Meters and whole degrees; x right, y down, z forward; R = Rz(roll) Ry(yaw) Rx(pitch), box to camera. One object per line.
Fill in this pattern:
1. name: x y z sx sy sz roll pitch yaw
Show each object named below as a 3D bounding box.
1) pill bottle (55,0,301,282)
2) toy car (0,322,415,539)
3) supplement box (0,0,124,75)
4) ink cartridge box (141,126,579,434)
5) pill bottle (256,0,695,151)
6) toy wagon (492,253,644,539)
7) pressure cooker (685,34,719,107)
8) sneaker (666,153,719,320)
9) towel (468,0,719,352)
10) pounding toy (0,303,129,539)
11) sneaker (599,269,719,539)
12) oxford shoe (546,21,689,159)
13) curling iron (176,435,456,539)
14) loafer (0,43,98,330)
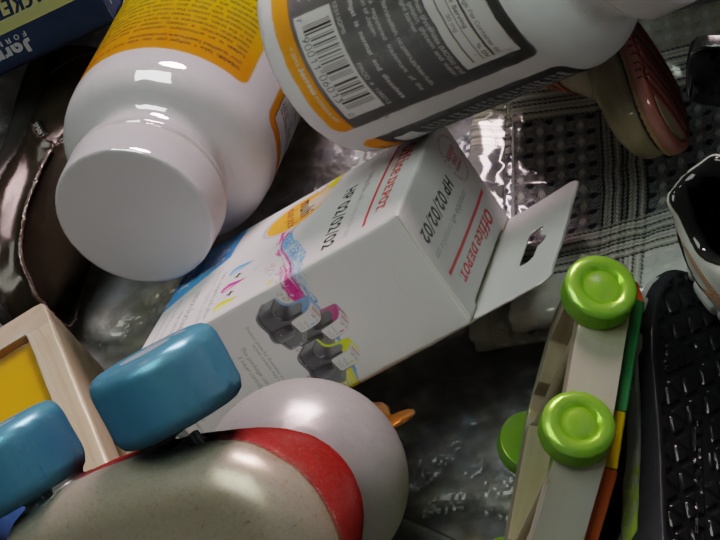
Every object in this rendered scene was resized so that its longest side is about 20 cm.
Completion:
1. pill bottle: -0.088 -0.085 1.495 0.111 0.111 0.200 -9 33 23
2. toy car: -0.051 0.111 1.306 0.177 0.185 0.200 -27 4 31
3. supplement box: -0.226 -0.227 1.611 0.134 0.200 0.200 -23 21 13
4. ink cartridge box: 0.000 0.000 1.396 0.200 0.068 0.115 -29 17 23
5. pill bottle: 0.058 -0.136 1.343 0.200 0.116 0.117 -20 48 37
6. toy wagon: 0.085 0.094 1.279 0.039 0.155 0.200 13 58 -2
7. pressure cooker: 0.256 -0.113 1.323 0.176 0.179 0.200 -26 45 38
8. sneaker: 0.200 0.024 1.256 0.074 0.080 0.200 -45 53 -2
9. towel: 0.141 -0.057 1.437 0.200 0.035 0.193 -13 52 22
10. pounding toy: -0.204 0.115 1.430 0.184 0.142 0.200 -32 48 5
11. sneaker: 0.127 0.088 1.309 0.083 0.072 0.200 -37 31 43
12. oxford shoe: 0.105 -0.107 1.440 0.074 0.071 0.200 -33 36 7
13. curling iron: -0.014 0.116 1.395 0.200 0.050 0.026 13 65 30
14. loafer: -0.157 -0.049 1.569 0.071 0.073 0.200 -11 53 25
